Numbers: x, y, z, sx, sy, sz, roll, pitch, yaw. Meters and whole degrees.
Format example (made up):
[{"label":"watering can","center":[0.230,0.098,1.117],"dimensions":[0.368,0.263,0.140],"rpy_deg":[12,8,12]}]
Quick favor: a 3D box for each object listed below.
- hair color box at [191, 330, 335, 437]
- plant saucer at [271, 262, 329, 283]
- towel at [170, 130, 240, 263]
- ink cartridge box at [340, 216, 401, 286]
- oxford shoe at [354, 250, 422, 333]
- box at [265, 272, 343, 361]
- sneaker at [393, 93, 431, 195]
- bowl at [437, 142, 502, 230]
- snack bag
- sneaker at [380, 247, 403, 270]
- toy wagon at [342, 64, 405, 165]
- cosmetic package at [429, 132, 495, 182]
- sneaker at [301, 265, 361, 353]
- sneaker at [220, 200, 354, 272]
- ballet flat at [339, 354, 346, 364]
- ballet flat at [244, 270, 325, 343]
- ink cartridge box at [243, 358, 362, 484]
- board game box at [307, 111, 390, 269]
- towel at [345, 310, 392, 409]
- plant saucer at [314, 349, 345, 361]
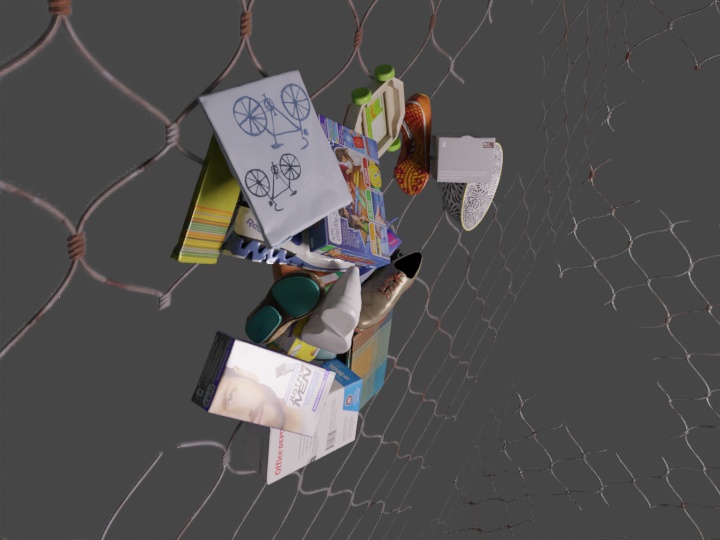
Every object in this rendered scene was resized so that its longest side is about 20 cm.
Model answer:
[{"label":"hair color box","center":[-0.142,0.175,0.995],"dimensions":[0.199,0.065,0.110],"rpy_deg":[25,82,-38]},{"label":"plant saucer","center":[-0.080,-0.045,1.061],"dimensions":[0.200,0.037,0.202],"rpy_deg":[-42,145,-40]},{"label":"towel","center":[-0.182,-0.105,0.840],"dimensions":[0.086,0.018,0.202],"rpy_deg":[5,106,-69]},{"label":"ink cartridge box","center":[0.000,0.000,1.156],"dimensions":[0.119,0.042,0.200],"rpy_deg":[-36,166,-48]},{"label":"oxford shoe","center":[0.042,0.028,1.139],"dimensions":[0.200,0.070,0.075],"rpy_deg":[-49,175,-40]},{"label":"box","center":[-0.093,0.097,1.092],"dimensions":[0.117,0.048,0.201],"rpy_deg":[-18,142,-56]},{"label":"sneaker","center":[0.109,-0.233,1.236],"dimensions":[0.077,0.072,0.201],"rpy_deg":[-54,156,-46]},{"label":"bowl","center":[0.233,-0.200,1.473],"dimensions":[0.201,0.094,0.202],"rpy_deg":[-45,147,-39]},{"label":"snack bag","center":[-0.098,-0.145,0.831],"dimensions":[0.188,0.021,0.201],"rpy_deg":[-37,106,-48]},{"label":"sneaker","center":[0.042,-0.044,1.242],"dimensions":[0.201,0.079,0.076],"rpy_deg":[71,39,-54]},{"label":"toy wagon","center":[0.012,-0.234,1.083],"dimensions":[0.200,0.039,0.156],"rpy_deg":[-50,150,-30]},{"label":"cosmetic package","center":[0.183,-0.217,1.243],"dimensions":[0.200,0.106,0.091],"rpy_deg":[-85,176,-74]},{"label":"sneaker","center":[-0.033,0.060,0.977],"dimensions":[0.200,0.075,0.089],"rpy_deg":[126,-18,-61]},{"label":"sneaker","center":[-0.090,-0.064,0.924],"dimensions":[0.198,0.080,0.116],"rpy_deg":[8,95,-30]},{"label":"ballet flat","center":[-0.034,0.223,1.325],"dimensions":[0.201,0.072,0.068],"rpy_deg":[-60,165,-16]},{"label":"ballet flat","center":[-0.105,0.043,0.972],"dimensions":[0.200,0.071,0.065],"rpy_deg":[-34,-175,43]},{"label":"ink cartridge box","center":[-0.102,0.263,1.164],"dimensions":[0.199,0.084,0.147],"rpy_deg":[-16,127,-38]},{"label":"board game box","center":[-0.021,-0.112,0.945],"dimensions":[0.135,0.034,0.202],"rpy_deg":[15,63,-46]},{"label":"towel","center":[0.012,0.178,1.271],"dimensions":[0.146,0.022,0.202],"rpy_deg":[-35,139,-48]},{"label":"plant saucer","center":[-0.013,0.101,1.237],"dimensions":[0.200,0.036,0.200],"rpy_deg":[-47,167,-15]}]
